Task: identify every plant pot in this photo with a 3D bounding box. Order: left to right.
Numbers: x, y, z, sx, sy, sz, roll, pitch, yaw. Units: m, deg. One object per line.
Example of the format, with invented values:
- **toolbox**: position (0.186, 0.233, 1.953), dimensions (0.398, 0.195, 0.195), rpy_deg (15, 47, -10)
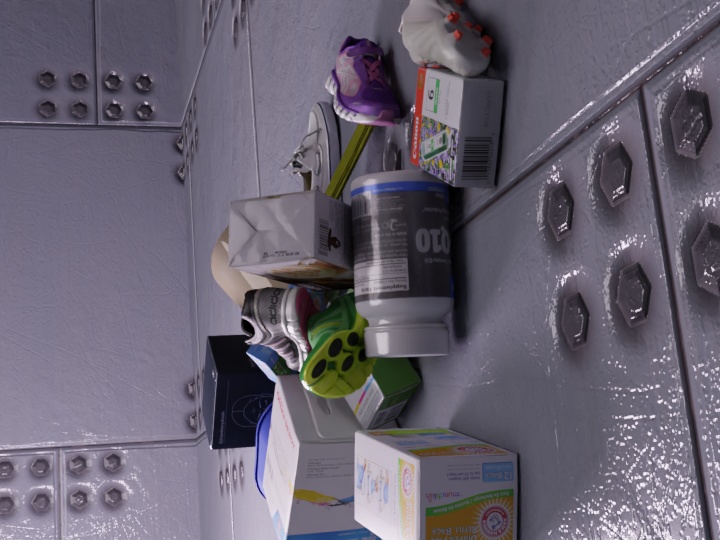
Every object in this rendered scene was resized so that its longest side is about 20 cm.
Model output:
- **plant pot**: position (-0.108, 0.026, 1.653), dimensions (0.200, 0.186, 0.188), rpy_deg (51, 142, 40)

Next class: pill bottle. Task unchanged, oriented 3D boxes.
- **pill bottle**: position (0.048, -0.004, 1.193), dimensions (0.114, 0.113, 0.202), rpy_deg (160, 108, -72)

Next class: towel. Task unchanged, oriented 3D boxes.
- **towel**: position (-0.033, -0.127, 1.464), dimensions (0.201, 0.018, 0.086), rpy_deg (-63, 14, 4)

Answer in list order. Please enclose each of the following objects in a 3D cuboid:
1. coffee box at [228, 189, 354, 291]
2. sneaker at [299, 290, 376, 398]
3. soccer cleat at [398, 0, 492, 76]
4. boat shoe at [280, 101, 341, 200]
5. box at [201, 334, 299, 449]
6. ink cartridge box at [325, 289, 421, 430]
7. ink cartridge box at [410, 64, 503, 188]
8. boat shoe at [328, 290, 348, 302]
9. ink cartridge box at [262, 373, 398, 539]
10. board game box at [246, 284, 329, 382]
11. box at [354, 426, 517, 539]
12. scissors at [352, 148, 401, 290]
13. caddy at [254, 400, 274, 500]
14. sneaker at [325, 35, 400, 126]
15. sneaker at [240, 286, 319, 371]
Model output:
- **coffee box**: position (-0.054, -0.030, 1.247), dimensions (0.200, 0.113, 0.080), rpy_deg (19, -111, -63)
- **sneaker**: position (-0.026, 0.088, 1.233), dimensions (0.074, 0.083, 0.200), rpy_deg (65, -151, -17)
- **soccer cleat**: position (0.086, -0.241, 1.121), dimensions (0.078, 0.069, 0.201), rpy_deg (-54, 27, 24)
- **boat shoe**: position (-0.081, -0.165, 1.659), dimensions (0.075, 0.085, 0.204), rpy_deg (159, 109, -72)
- **box**: position (-0.146, 0.190, 1.695), dimensions (0.107, 0.198, 0.149), rpy_deg (-119, 33, -56)
- **ink cartridge box**: position (-0.007, 0.094, 1.365), dimensions (0.201, 0.059, 0.104), rpy_deg (59, 151, 22)
- **ink cartridge box**: position (0.090, -0.162, 1.151), dimensions (0.200, 0.050, 0.110), rpy_deg (-137, 48, -66)
- **boat shoe**: position (0.000, 0.000, 1.446), dimensions (0.201, 0.069, 0.067), rpy_deg (98, -173, -49)
- **ink cartridge box**: position (-0.043, 0.260, 1.449), dimensions (0.148, 0.143, 0.201), rpy_deg (-116, 30, -54)
- **board game box**: position (-0.076, 0.054, 1.470), dimensions (0.201, 0.036, 0.151), rpy_deg (-59, -15, -12)
- **box**: position (0.074, 0.229, 1.115), dimensions (0.200, 0.112, 0.102), rpy_deg (179, 92, -73)
- **scissors**: position (0.046, -0.051, 1.349), dimensions (0.014, 0.073, 0.201), rpy_deg (80, -150, -80)
- **caddy**: position (-0.086, 0.279, 1.607), dimensions (0.105, 0.140, 0.202), rpy_deg (-139, 51, -61)
- **sneaker**: position (0.006, -0.252, 1.394), dimensions (0.200, 0.080, 0.089), rpy_deg (-117, 39, -58)
- **sneaker**: position (-0.100, 0.069, 1.309), dimensions (0.200, 0.087, 0.074), rpy_deg (79, -160, -68)
